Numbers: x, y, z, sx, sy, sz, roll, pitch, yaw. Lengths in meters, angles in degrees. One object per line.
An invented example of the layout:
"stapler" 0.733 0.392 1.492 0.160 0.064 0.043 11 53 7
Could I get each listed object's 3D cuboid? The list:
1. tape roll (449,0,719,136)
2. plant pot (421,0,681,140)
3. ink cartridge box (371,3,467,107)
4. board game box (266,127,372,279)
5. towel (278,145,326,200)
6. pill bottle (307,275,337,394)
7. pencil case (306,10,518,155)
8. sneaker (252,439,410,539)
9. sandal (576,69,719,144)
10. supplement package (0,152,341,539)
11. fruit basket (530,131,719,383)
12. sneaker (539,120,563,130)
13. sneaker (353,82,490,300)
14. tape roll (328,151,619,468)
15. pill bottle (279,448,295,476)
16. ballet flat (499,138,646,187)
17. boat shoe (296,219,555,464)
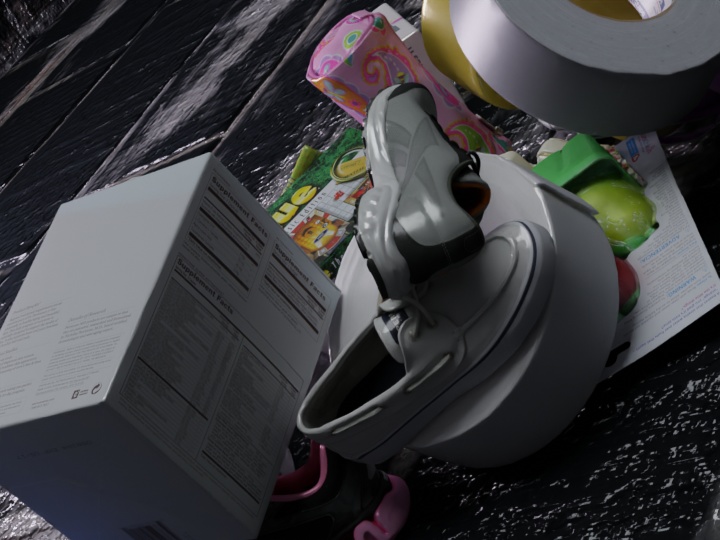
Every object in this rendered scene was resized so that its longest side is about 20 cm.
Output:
"tape roll" 0.165 -0.192 1.148 0.201 0.199 0.066 -54 -10 -36
"plant pot" 0.181 -0.199 1.305 0.201 0.201 0.189 -43 58 -14
"ink cartridge box" 0.048 -0.183 1.611 0.067 0.117 0.200 -34 21 2
"board game box" -0.040 -0.027 1.246 0.200 0.024 0.105 -47 35 -17
"towel" -0.061 -0.013 1.377 0.201 0.023 0.143 -59 -23 13
"pill bottle" 0.000 0.000 1.297 0.110 0.111 0.201 -15 38 44
"pencil case" 0.047 -0.133 1.402 0.087 0.200 0.088 -39 25 22
"sneaker" -0.066 0.182 1.085 0.200 0.096 0.079 -41 23 -4
"sandal" 0.243 -0.121 1.210 0.201 0.050 0.083 -16 -27 -24
"supplement package" -0.135 0.060 1.072 0.151 0.151 0.201 -15 42 37
"fruit basket" 0.153 0.008 1.131 0.185 0.094 0.201 -37 40 19
"sneaker" 0.156 -0.199 1.474 0.075 0.116 0.200 -38 21 -1
"sneaker" 0.044 -0.056 1.029 0.079 0.074 0.201 -15 34 12
"tape roll" 0.072 0.025 1.086 0.202 0.071 0.204 -22 58 40
"pill bottle" -0.116 0.144 1.215 0.112 0.113 0.200 -41 22 -9
"ballet flat" 0.144 -0.069 1.303 0.199 0.064 0.076 -16 27 43
"boat shoe" 0.036 0.040 1.013 0.200 0.065 0.072 -44 47 25
